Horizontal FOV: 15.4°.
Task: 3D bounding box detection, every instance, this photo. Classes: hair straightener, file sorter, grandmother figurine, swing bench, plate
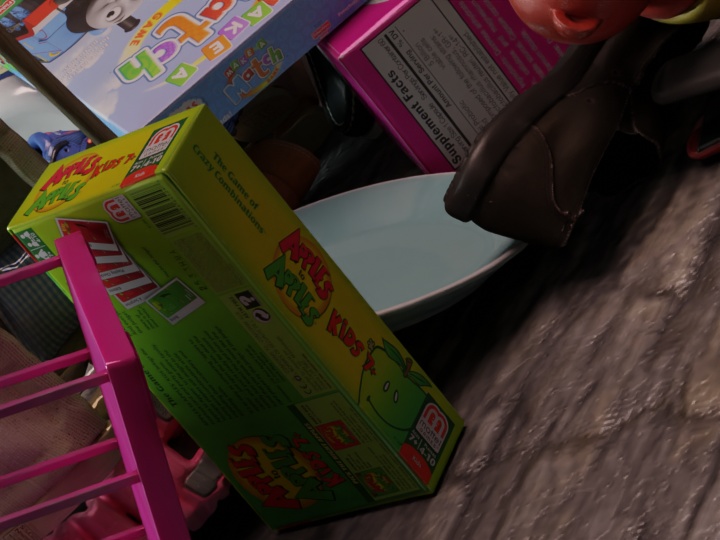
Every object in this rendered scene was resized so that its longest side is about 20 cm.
[{"bbox_3d":[0.215,-0.115,1.205,0.200,0.077,0.041,-21,30,35],"label":"hair straightener"},{"bbox_3d":[-0.138,0.114,1.122,0.125,0.200,0.139,-18,25,-8],"label":"file sorter"},{"bbox_3d":[-0.080,-0.163,1.573,0.061,0.121,0.200,-32,57,17],"label":"grandmother figurine"},{"bbox_3d":[-0.193,0.005,1.236,0.130,0.199,0.200,-28,27,41],"label":"swing bench"},{"bbox_3d":[0.000,0.000,1.317,0.200,0.026,0.200,-15,18,5],"label":"plate"}]

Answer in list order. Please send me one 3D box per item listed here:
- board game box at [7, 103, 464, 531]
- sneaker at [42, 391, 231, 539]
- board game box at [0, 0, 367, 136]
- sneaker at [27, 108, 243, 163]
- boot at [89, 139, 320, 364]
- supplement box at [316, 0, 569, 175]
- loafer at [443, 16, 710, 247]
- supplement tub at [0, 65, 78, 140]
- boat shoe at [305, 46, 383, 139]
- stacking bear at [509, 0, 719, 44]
[{"bbox_3d":[-0.053,0.025,1.194,0.102,0.200,0.048,-17,32,39],"label":"board game box"},{"bbox_3d":[-0.124,0.138,1.283,0.200,0.079,0.095,-50,-1,-13],"label":"sneaker"},{"bbox_3d":[-0.106,-0.141,1.449,0.151,0.037,0.200,-42,39,-12],"label":"board game box"},{"bbox_3d":[-0.141,-0.054,1.453,0.200,0.078,0.075,-46,16,-21],"label":"sneaker"},{"bbox_3d":[-0.073,-0.007,1.438,0.155,0.074,0.200,-43,27,-17],"label":"boot"},{"bbox_3d":[0.077,-0.154,1.436,0.200,0.103,0.101,-38,25,0],"label":"supplement box"},{"bbox_3d":[0.117,-0.069,1.293,0.200,0.071,0.073,-45,-12,-36],"label":"loafer"},{"bbox_3d":[-0.149,-0.107,1.620,0.145,0.145,0.200,-23,29,31],"label":"supplement tub"},{"bbox_3d":[-0.031,-0.169,1.512,0.060,0.200,0.076,-10,-6,-25],"label":"boat shoe"},{"bbox_3d":[0.152,-0.167,1.260,0.200,0.121,0.114,-24,-26,-30],"label":"stacking bear"}]
